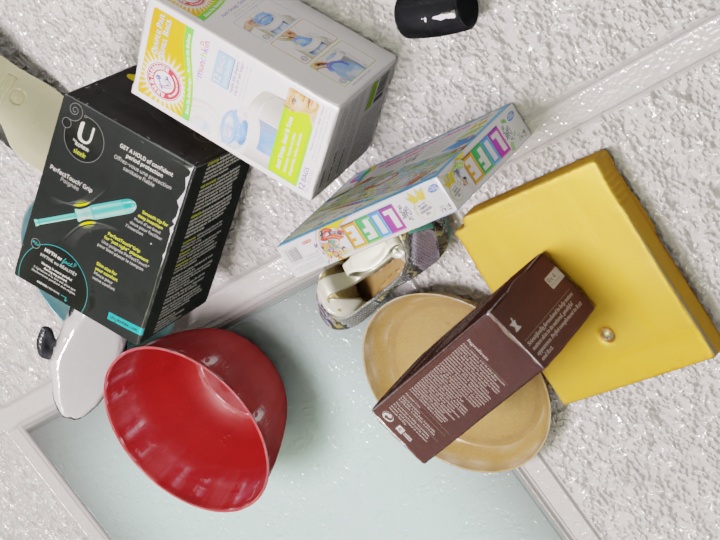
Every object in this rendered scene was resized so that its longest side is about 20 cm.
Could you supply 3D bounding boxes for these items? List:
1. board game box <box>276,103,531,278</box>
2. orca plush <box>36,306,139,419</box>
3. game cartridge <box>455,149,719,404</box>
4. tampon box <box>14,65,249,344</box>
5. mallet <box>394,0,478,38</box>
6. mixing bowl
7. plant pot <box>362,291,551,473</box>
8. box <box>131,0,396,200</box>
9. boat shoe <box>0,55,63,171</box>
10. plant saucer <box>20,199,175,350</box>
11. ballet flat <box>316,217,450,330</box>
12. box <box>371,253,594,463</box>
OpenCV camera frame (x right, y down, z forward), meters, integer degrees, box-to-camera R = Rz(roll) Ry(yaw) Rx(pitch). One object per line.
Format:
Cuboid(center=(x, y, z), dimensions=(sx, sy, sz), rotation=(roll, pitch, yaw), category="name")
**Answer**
Cuboid(center=(0.036, -0.067, 1.583), dimensions=(0.200, 0.134, 0.034), rotation=(-22, 107, 44), category="board game box")
Cuboid(center=(-0.283, 0.048, 1.911), dimensions=(0.105, 0.071, 0.201), rotation=(-5, 108, -11), category="orca plush")
Cuboid(center=(0.194, 0.009, 1.601), dimensions=(0.176, 0.032, 0.200), rotation=(-23, 103, 44), category="game cartridge")
Cuboid(center=(-0.209, -0.064, 1.743), dimensions=(0.150, 0.126, 0.200), rotation=(29, 119, 15), category="tampon box")
Cuboid(center=(0.031, -0.281, 1.505), dimensions=(0.066, 0.041, 0.200), rotation=(-13, 108, 38), category="mallet")
Cuboid(center=(-0.149, 0.133, 1.883), dimensions=(0.200, 0.108, 0.200), rotation=(20, 131, 24), category="mixing bowl")
Cuboid(center=(0.093, 0.101, 1.741), dimensions=(0.200, 0.027, 0.200), rotation=(19, 130, 24), category="plant pot")
Cuboid(center=(-0.087, -0.171, 1.620), dimensions=(0.200, 0.101, 0.113), rotation=(32, 134, 13), category="box")
Cuboid(center=(-0.345, -0.164, 1.848), dimensions=(0.201, 0.074, 0.063), rotation=(39, 172, -8), category="boat shoe")
Cuboid(center=(-0.267, -0.002, 1.929), dimensions=(0.200, 0.027, 0.201), rotation=(19, 130, 24), category="plant saucer")
Cuboid(center=(0.000, 0.000, 1.703), dimensions=(0.072, 0.072, 0.200), rotation=(48, 136, -3), category="ballet flat")
Cuboid(center=(0.105, 0.079, 1.624), dimensions=(0.075, 0.100, 0.200), rotation=(45, 138, 1), category="box")
